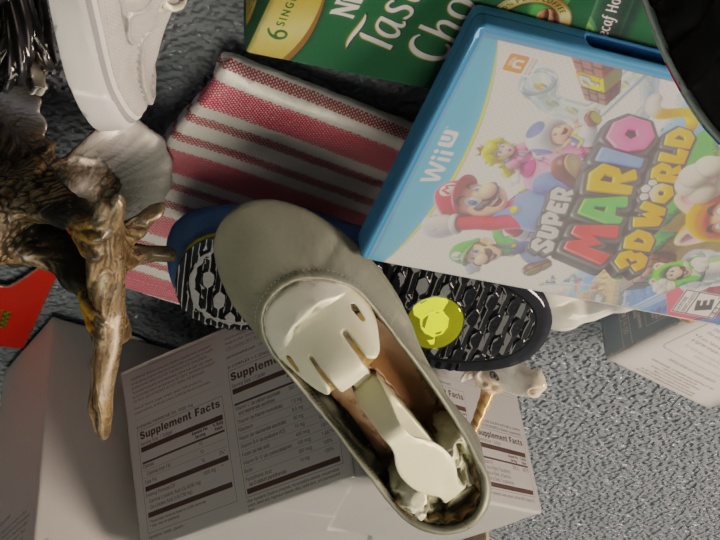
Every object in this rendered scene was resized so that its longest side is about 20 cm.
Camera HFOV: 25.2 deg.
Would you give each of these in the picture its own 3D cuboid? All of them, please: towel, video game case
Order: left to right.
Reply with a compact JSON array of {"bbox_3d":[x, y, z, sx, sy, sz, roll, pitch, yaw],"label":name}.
[{"bbox_3d":[-0.053,-0.036,0.852,0.146,0.030,0.200,18,141,-27],"label":"towel"},{"bbox_3d":[0.116,-0.042,0.749,0.199,0.018,0.143,11,133,-19],"label":"video game case"}]

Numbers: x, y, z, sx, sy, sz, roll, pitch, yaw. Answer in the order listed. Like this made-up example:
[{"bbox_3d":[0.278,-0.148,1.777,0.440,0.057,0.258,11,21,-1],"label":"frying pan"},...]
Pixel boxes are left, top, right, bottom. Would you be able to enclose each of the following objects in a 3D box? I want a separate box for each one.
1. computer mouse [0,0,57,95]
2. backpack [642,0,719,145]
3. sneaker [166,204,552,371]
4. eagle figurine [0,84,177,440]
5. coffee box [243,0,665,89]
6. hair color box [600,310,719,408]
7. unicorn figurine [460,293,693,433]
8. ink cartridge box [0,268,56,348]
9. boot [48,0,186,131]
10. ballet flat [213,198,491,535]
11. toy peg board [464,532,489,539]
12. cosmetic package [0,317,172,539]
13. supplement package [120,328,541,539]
[{"bbox_3d":[-0.192,-0.119,0.647,0.199,0.139,0.053,-14,-178,39],"label":"computer mouse"},{"bbox_3d":[0.205,-0.127,0.582,0.200,0.178,0.150,-26,171,34],"label":"backpack"},{"bbox_3d":[0.000,0.000,0.825,0.199,0.079,0.066,10,113,-10],"label":"sneaker"},{"bbox_3d":[-0.195,-0.027,0.744,0.199,0.152,0.151,16,169,15],"label":"eagle figurine"},{"bbox_3d":[0.059,-0.126,0.698,0.199,0.044,0.123,10,146,-19],"label":"coffee box"},{"bbox_3d":[0.240,0.002,0.896,0.099,0.061,0.200,25,139,-36],"label":"hair color box"},{"bbox_3d":[0.110,0.003,0.865,0.137,0.074,0.201,-2,120,22],"label":"unicorn figurine"},{"bbox_3d":[-0.251,-0.001,0.879,0.173,0.044,0.200,12,145,-19],"label":"ink cartridge box"},{"bbox_3d":[-0.079,-0.128,0.663,0.095,0.074,0.200,-6,152,-2],"label":"boot"},{"bbox_3d":[0.003,0.049,0.772,0.067,0.064,0.200,-34,115,7],"label":"ballet flat"},{"bbox_3d":[-0.016,0.207,1.091,0.198,0.201,0.098,-8,133,9],"label":"toy peg board"},{"bbox_3d":[-0.159,0.141,0.959,0.107,0.201,0.085,20,140,-27],"label":"cosmetic package"},{"bbox_3d":[-0.015,0.103,0.956,0.155,0.111,0.200,-23,154,29],"label":"supplement package"}]
